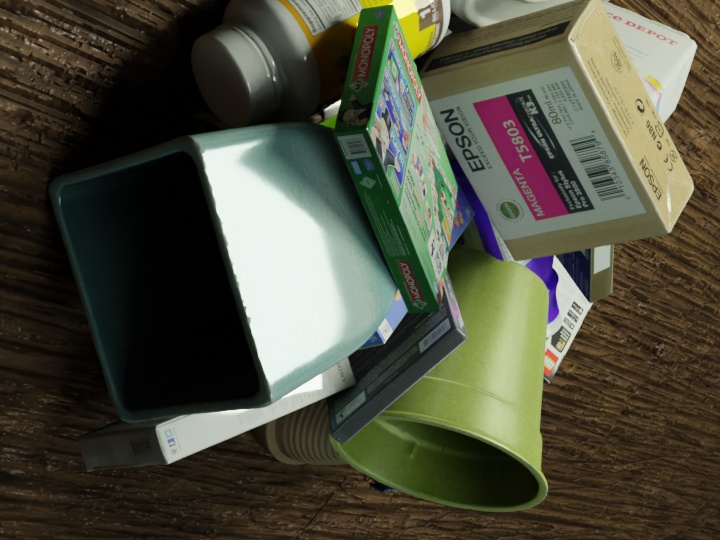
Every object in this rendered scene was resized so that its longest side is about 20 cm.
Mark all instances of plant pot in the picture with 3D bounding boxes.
[{"bbox_3d":[-0.006,0.126,1.735,0.200,0.093,0.202,-33,145,-27],"label":"plant pot"},{"bbox_3d":[0.092,0.091,1.564,0.200,0.199,0.191,64,38,-56],"label":"plant pot"},{"bbox_3d":[-0.084,-0.014,1.328,0.199,0.196,0.197,-22,97,-42],"label":"plant pot"}]

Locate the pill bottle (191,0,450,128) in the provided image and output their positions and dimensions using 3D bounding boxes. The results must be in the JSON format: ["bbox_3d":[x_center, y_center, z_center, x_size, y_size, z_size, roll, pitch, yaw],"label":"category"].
[{"bbox_3d":[-0.032,-0.187,1.361,0.199,0.109,0.110,-31,144,-29],"label":"pill bottle"}]

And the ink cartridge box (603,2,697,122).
[{"bbox_3d":[0.205,-0.166,1.601,0.200,0.145,0.088,-48,158,-44],"label":"ink cartridge box"}]

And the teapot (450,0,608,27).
[{"bbox_3d":[0.140,-0.301,1.442,0.196,0.147,0.200,-15,167,4],"label":"teapot"}]

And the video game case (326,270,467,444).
[{"bbox_3d":[0.023,0.053,1.517,0.143,0.200,0.019,-41,112,14],"label":"video game case"}]

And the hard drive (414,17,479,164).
[{"bbox_3d":[0.076,-0.138,1.598,0.140,0.038,0.201,-36,147,-42],"label":"hard drive"}]

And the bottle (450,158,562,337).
[{"bbox_3d":[0.143,-0.025,1.645,0.083,0.065,0.201,-41,125,-29],"label":"bottle"}]

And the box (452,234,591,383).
[{"bbox_3d":[0.151,0.018,1.731,0.200,0.035,0.110,41,74,-40],"label":"box"}]

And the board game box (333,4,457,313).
[{"bbox_3d":[0.031,-0.082,1.326,0.201,0.029,0.135,67,25,-44],"label":"board game box"}]

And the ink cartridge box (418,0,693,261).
[{"bbox_3d":[0.163,-0.115,1.461,0.201,0.164,0.075,57,44,-23],"label":"ink cartridge box"}]

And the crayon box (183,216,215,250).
[{"bbox_3d":[-0.140,0.001,1.471,0.126,0.052,0.201,-40,146,-19],"label":"crayon box"}]

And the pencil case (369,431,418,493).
[{"bbox_3d":[0.086,0.150,1.704,0.199,0.087,0.078,-22,149,-39],"label":"pencil case"}]

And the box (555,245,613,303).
[{"bbox_3d":[0.181,-0.078,1.660,0.032,0.200,0.122,-24,142,-13],"label":"box"}]

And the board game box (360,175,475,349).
[{"bbox_3d":[0.000,0.000,1.509,0.045,0.134,0.200,59,40,-20],"label":"board game box"}]

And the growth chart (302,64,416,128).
[{"bbox_3d":[-0.023,-0.110,1.479,0.144,0.018,0.200,-34,169,-23],"label":"growth chart"}]

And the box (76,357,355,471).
[{"bbox_3d":[-0.122,0.118,1.467,0.199,0.144,0.037,-19,94,-37],"label":"box"}]
